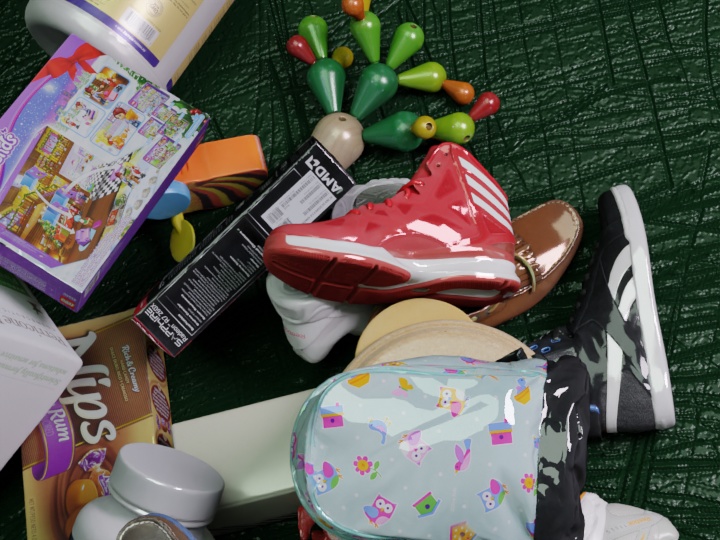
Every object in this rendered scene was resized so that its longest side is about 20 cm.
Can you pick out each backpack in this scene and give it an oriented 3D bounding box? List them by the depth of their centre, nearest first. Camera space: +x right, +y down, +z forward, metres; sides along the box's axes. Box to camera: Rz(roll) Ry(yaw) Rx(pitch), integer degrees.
[{"bbox_3d":[0.053,0.123,1.093,0.198,0.127,0.168,4,78,4],"label":"backpack"}]

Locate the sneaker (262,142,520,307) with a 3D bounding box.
[{"bbox_3d":[0.022,-0.039,1.223,0.199,0.078,0.116,9,65,-20],"label":"sneaker"}]

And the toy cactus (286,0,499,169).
[{"bbox_3d":[0.004,-0.142,1.373,0.200,0.102,0.165,36,88,15],"label":"toy cactus"}]

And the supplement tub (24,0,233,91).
[{"bbox_3d":[-0.186,-0.259,1.429,0.145,0.146,0.201,28,75,22],"label":"supplement tub"}]

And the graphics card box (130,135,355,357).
[{"bbox_3d":[-0.092,-0.022,1.293,0.200,0.125,0.051,-45,96,1],"label":"graphics card box"}]

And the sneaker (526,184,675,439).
[{"bbox_3d":[0.175,0.031,1.258,0.111,0.073,0.201,-9,66,7],"label":"sneaker"}]

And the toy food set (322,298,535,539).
[{"bbox_3d":[0.060,0.132,1.180,0.199,0.049,0.199,30,77,7],"label":"toy food set"}]

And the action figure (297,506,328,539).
[{"bbox_3d":[0.055,0.184,1.227,0.199,0.066,0.052,-17,42,7],"label":"action figure"}]

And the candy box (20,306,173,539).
[{"bbox_3d":[-0.213,0.140,1.311,0.116,0.057,0.201,-13,66,8],"label":"candy box"}]

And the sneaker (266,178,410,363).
[{"bbox_3d":[0.000,0.000,1.314,0.078,0.100,0.200,28,50,33],"label":"sneaker"}]

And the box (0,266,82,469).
[{"bbox_3d":[-0.373,0.073,1.263,0.200,0.199,0.171,-50,56,10],"label":"box"}]

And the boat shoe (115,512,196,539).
[{"bbox_3d":[-0.115,0.238,1.013,0.072,0.072,0.201,-25,63,3],"label":"boat shoe"}]

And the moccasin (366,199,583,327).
[{"bbox_3d":[0.090,0.004,1.284,0.200,0.078,0.074,-28,61,-7],"label":"moccasin"}]

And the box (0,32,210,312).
[{"bbox_3d":[-0.228,-0.081,1.291,0.136,0.039,0.200,32,59,1],"label":"box"}]

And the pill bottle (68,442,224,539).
[{"bbox_3d":[-0.169,0.235,1.188,0.111,0.111,0.201,23,101,21],"label":"pill bottle"}]

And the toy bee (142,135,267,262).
[{"bbox_3d":[-0.185,-0.074,1.385,0.199,0.109,0.132,13,61,-9],"label":"toy bee"}]

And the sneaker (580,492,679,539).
[{"bbox_3d":[0.185,0.260,1.158,0.091,0.076,0.201,7,70,11],"label":"sneaker"}]

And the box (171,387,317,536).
[{"bbox_3d":[-0.042,0.143,1.263,0.199,0.068,0.083,-13,65,8],"label":"box"}]
